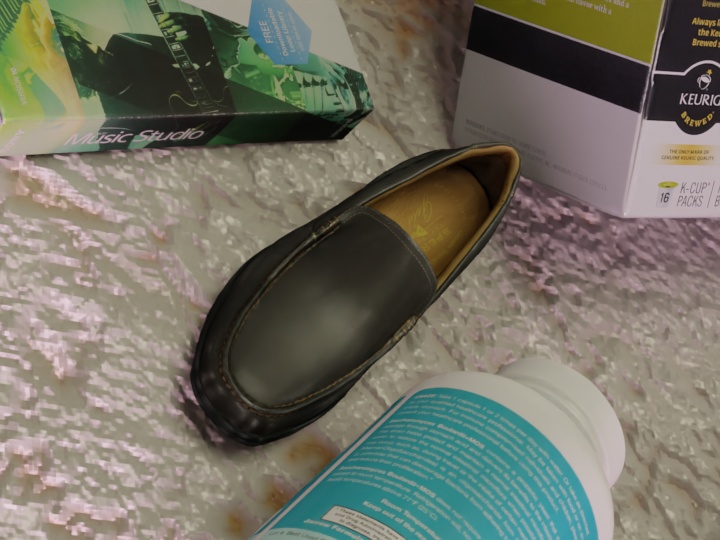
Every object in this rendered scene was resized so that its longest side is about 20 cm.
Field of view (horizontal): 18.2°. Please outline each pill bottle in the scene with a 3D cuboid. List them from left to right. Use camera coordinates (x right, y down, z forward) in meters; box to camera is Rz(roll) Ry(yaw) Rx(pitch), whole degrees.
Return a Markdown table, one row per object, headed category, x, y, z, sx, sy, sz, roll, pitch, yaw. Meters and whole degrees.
| category | x | y | z | sx | sy | sz | roll | pitch | yaw |
| --- | --- | --- | --- | --- | --- | --- | --- | --- | --- |
| pill bottle | 0.029 | 0.113 | 0.893 | 0.111 | 0.111 | 0.200 | 50 | 47 | 0 |

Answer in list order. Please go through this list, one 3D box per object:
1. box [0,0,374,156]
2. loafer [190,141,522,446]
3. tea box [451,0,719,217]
| category | x | y | z | sx | sy | sz | roll | pitch | yaw |
| --- | --- | --- | --- | --- | --- | --- | --- | --- | --- |
| box | -0.100 | -0.124 | 0.994 | 0.199 | 0.036 | 0.145 | -7 | 68 | -38 |
| loafer | 0.000 | 0.000 | 0.966 | 0.073 | 0.072 | 0.200 | 47 | 47 | -5 |
| tea box | 0.172 | -0.135 | 1.072 | 0.199 | 0.133 | 0.198 | -1 | 109 | -38 |
